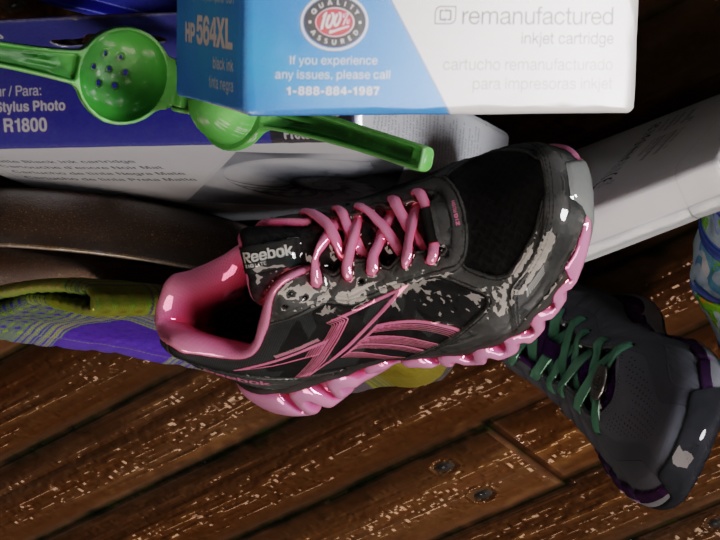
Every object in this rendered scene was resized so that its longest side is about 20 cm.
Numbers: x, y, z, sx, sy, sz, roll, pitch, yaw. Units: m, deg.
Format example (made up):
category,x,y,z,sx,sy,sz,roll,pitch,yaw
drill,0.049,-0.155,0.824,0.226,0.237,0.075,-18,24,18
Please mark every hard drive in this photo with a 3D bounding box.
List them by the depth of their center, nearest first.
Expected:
category,x,y,z,sx,sy,sz,roll,pitch,yaw
hard drive,0.084,-0.025,1.228,0.199,0.132,0.027,-21,101,28

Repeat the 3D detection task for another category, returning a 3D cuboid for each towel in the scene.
category,x,y,z,sx,sy,sz,roll,pitch,yaw
towel,-0.069,0.031,1.317,0.199,0.023,0.143,12,169,-34

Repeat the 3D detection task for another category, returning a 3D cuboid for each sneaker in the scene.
category,x,y,z,sx,sy,sz,roll,pitch,yaw
sneaker,0.000,0.000,1.136,0.199,0.079,0.095,-27,148,34
sneaker,0.098,0.048,1.277,0.087,0.200,0.075,20,97,-11

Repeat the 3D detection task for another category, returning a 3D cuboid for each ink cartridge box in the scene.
category,x,y,z,sx,sy,sz,roll,pitch,yaw
ink cartridge box,0.017,-0.156,0.983,0.145,0.202,0.084,-2,-171,-18
ink cartridge box,-0.066,-0.058,1.171,0.198,0.041,0.200,0,168,27

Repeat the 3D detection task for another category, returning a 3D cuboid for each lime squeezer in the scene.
category,x,y,z,sx,sy,sz,roll,pitch,yaw
lime squeezer,-0.066,-0.068,1.050,0.199,0.038,0.071,14,172,6

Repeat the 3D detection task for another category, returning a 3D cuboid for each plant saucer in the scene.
category,x,y,z,sx,sy,sz,roll,pitch,yaw
plant saucer,-0.118,-0.006,1.284,0.199,0.032,0.200,6,170,1

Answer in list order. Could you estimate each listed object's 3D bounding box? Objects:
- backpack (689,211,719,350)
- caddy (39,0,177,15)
category,x,y,z,sx,sy,sz,roll,pitch,yaw
backpack,0.240,-0.004,1.221,0.199,0.163,0.154,-26,111,31
caddy,-0.058,-0.158,1.087,0.199,0.106,0.141,13,163,-19
